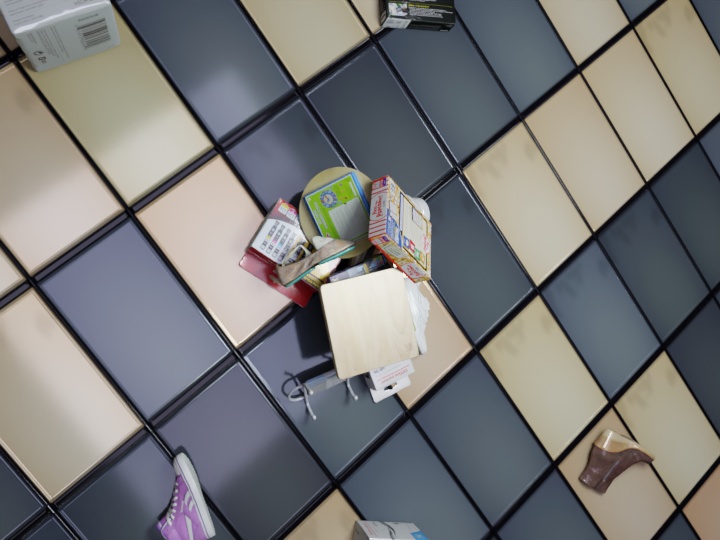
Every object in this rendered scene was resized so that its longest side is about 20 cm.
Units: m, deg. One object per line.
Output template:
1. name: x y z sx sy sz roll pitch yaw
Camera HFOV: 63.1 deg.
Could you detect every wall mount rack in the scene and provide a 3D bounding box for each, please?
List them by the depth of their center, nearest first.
1. wall mount rack: -0.069 0.268 1.354 0.197 0.175 0.075 -22 57 -15

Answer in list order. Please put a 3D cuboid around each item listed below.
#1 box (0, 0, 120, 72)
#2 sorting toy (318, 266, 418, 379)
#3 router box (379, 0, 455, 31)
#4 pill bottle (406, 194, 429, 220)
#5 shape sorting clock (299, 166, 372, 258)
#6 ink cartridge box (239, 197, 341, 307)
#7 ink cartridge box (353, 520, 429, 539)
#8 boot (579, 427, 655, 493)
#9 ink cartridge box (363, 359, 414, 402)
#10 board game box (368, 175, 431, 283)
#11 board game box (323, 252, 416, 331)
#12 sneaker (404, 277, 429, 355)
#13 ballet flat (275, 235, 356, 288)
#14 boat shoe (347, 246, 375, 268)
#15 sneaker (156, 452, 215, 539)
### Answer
1. box: -0.623 -0.547 1.191 0.197 0.199 0.174 -26 95 -16
2. sorting toy: 0.011 0.112 1.298 0.195 0.069 0.205 -13 93 -21
3. router box: 0.146 -0.707 1.518 0.195 0.051 0.153 -3 87 -18
4. pill bottle: 0.074 -0.126 1.420 0.197 0.110 0.114 -12 92 -41
5. shape sorting clock: -0.043 -0.129 1.321 0.195 0.039 0.205 1 99 7
6. ink cartridge box: -0.158 -0.036 1.380 0.198 0.084 0.178 33 79 -14
7. ink cartridge box: 0.054 0.654 1.403 0.196 0.116 0.068 10 85 -17
8. boot: 0.723 0.550 1.657 0.197 0.072 0.169 27 92 -16
9. ink cartridge box: 0.057 0.215 1.446 0.114 0.068 0.204 -22 94 -18
10. board game box: 0.092 -0.087 1.289 0.200 0.046 0.154 41 44 -44
11. board game box: 0.023 0.080 1.371 0.163 0.056 0.204 -24 97 -23
12. sneaker: 0.141 0.111 1.477 0.085 0.074 0.205 -15 93 -22
13. ballet flat: -0.105 -0.034 1.291 0.197 0.068 0.068 -29 90 10
14. boat shoe: 0.000 0.000 1.436 0.063 0.072 0.204 15 78 -11
15. sneaker: -0.402 0.514 1.289 0.112 0.073 0.205 -17 93 -14
